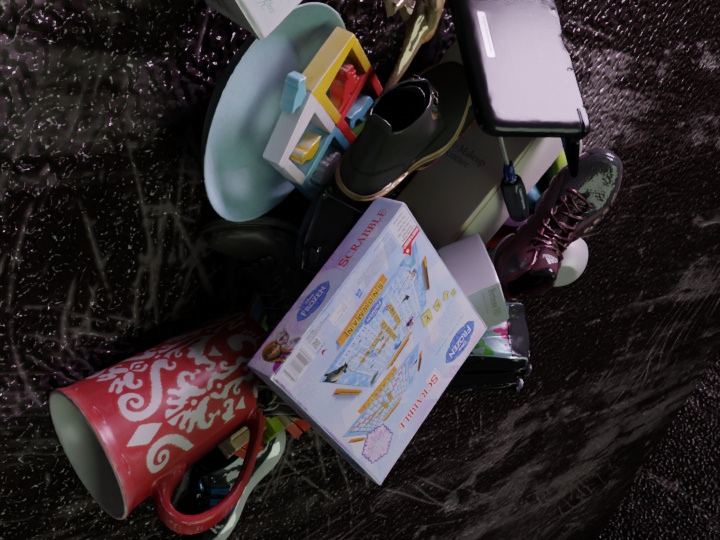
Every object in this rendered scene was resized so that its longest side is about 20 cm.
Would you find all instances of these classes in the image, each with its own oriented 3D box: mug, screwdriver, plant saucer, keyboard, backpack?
[{"bbox_3d":[-0.172,0.149,0.820,0.199,0.179,0.133,-30,-176,-36],"label":"mug"},{"bbox_3d":[0.157,-0.127,0.890,0.029,0.028,0.201,-16,135,4],"label":"screwdriver"},{"bbox_3d":[-0.081,-0.140,0.725,0.201,0.039,0.202,-49,157,-29],"label":"plant saucer"},{"bbox_3d":[0.000,0.000,0.817,0.199,0.039,0.105,27,80,-45],"label":"keyboard"},{"bbox_3d":[0.106,0.085,1.069,0.198,0.152,0.178,-6,160,0],"label":"backpack"}]

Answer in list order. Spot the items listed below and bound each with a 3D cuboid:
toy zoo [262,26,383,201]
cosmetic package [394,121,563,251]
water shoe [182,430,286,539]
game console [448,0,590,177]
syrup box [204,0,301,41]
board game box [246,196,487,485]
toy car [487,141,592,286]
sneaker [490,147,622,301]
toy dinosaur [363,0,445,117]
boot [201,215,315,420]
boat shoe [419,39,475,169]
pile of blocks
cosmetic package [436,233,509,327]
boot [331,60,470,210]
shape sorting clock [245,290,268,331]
[{"bbox_3d":[-0.028,-0.135,0.774,0.132,0.020,0.200,-60,162,-4],"label":"toy zoo"},{"bbox_3d":[0.136,-0.108,0.986,0.200,0.103,0.073,-52,145,0],"label":"cosmetic package"},{"bbox_3d":[-0.174,0.256,1.017,0.079,0.071,0.201,34,91,-35],"label":"water shoe"},{"bbox_3d":[0.158,-0.206,0.859,0.174,0.202,0.116,-3,161,-22],"label":"game console"},{"bbox_3d":[-0.042,-0.280,0.624,0.200,0.079,0.082,-46,146,-7],"label":"syrup box"},{"bbox_3d":[0.017,0.071,0.794,0.200,0.041,0.200,-52,131,-17],"label":"board game box"},{"bbox_3d":[0.218,-0.087,1.084,0.148,0.176,0.201,-2,138,-2],"label":"toy car"},{"bbox_3d":[0.225,-0.038,0.932,0.200,0.075,0.116,-53,-170,25],"label":"sneaker"},{"bbox_3d":[0.057,-0.235,0.754,0.201,0.058,0.101,-67,163,-4],"label":"toy dinosaur"},{"bbox_3d":[-0.076,0.053,0.803,0.199,0.069,0.176,24,63,-34],"label":"boot"},{"bbox_3d":[0.100,-0.190,0.905,0.202,0.074,0.063,-51,-173,-19],"label":"boat shoe"},{"bbox_3d":[-0.087,0.164,0.966,0.082,0.062,0.200,-43,171,31],"label":"pile of blocks"},{"bbox_3d":[0.061,0.047,0.941,0.199,0.074,0.102,-23,148,5],"label":"cosmetic package"},{"bbox_3d":[0.061,-0.154,0.774,0.200,0.077,0.138,-53,177,-26],"label":"boot"},{"bbox_3d":[-0.049,0.029,0.955,0.199,0.039,0.201,-31,142,-28],"label":"shape sorting clock"}]
